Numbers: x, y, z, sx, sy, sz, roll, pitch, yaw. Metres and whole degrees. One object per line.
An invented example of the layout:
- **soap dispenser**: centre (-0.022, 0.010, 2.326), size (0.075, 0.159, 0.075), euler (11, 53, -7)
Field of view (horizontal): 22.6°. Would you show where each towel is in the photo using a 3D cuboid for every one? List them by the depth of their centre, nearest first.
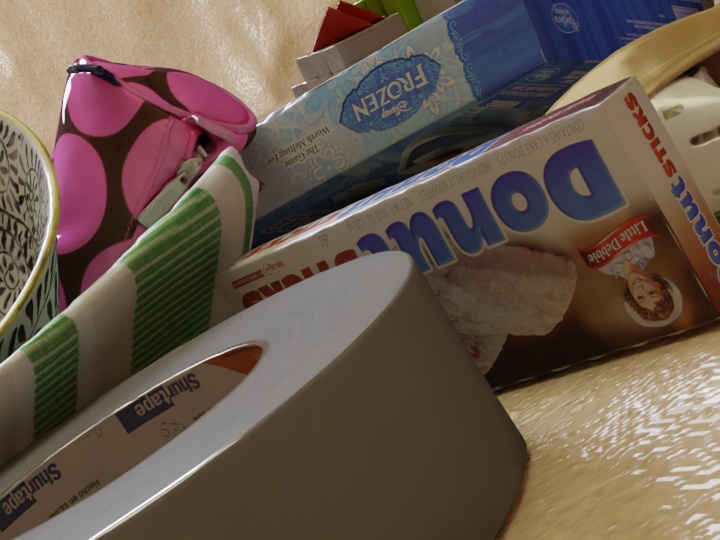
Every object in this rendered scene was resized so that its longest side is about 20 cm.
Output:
- **towel**: centre (-0.107, 0.059, 0.649), size (0.200, 0.023, 0.153), euler (-44, -21, -37)

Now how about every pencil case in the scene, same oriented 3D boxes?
- **pencil case**: centre (-0.112, 0.012, 0.745), size (0.090, 0.202, 0.093), euler (9, 17, -42)

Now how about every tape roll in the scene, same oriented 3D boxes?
- **tape roll**: centre (-0.053, 0.075, 0.505), size (0.199, 0.066, 0.200), euler (-32, 9, 6)

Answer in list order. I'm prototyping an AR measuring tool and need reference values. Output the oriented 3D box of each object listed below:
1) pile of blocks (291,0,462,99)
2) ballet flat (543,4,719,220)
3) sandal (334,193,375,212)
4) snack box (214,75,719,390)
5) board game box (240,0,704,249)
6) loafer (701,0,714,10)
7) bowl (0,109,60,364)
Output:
- **pile of blocks**: centre (0.047, -0.138, 0.879), size (0.199, 0.063, 0.082), euler (-27, 10, -13)
- **ballet flat**: centre (0.135, -0.061, 0.606), size (0.199, 0.069, 0.063), euler (-35, 23, -7)
- **sandal**: centre (0.000, 0.000, 0.764), size (0.081, 0.055, 0.200), euler (-23, 10, 44)
- **snack box**: centre (0.030, 0.003, 0.583), size (0.024, 0.072, 0.199), euler (-36, 9, -40)
- **board game box**: centre (0.042, -0.066, 0.820), size (0.198, 0.044, 0.199), euler (-26, -10, 32)
- **loafer**: centre (0.146, -0.140, 0.985), size (0.070, 0.070, 0.200), euler (-42, 10, -10)
- **bowl**: centre (-0.188, 0.035, 0.671), size (0.199, 0.095, 0.202), euler (-12, 42, 11)
